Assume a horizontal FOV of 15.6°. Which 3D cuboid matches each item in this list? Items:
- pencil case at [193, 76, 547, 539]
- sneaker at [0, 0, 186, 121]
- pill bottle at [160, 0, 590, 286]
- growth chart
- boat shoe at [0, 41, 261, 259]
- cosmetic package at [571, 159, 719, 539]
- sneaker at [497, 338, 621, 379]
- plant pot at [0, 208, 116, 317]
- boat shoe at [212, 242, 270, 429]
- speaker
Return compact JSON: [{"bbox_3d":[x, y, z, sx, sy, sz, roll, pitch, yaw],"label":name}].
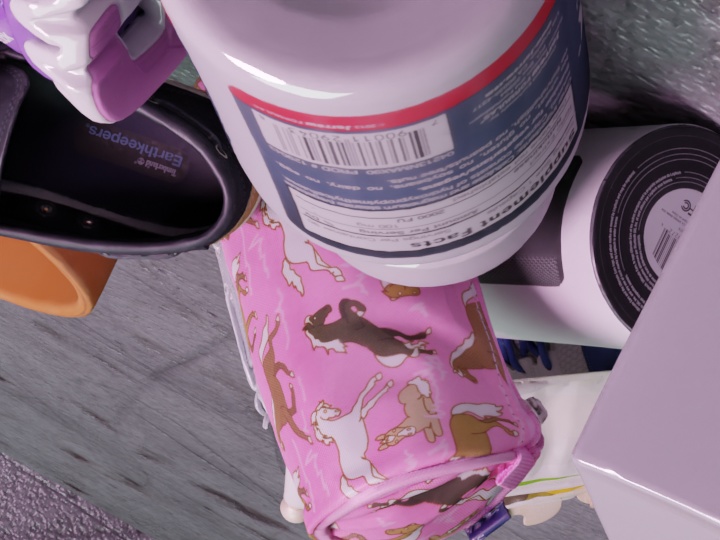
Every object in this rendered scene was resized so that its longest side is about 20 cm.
[{"bbox_3d":[0.000,0.000,0.938,0.086,0.200,0.083,1,149,-33],"label":"pencil case"},{"bbox_3d":[-0.109,-0.133,0.788,0.088,0.081,0.200,25,147,25],"label":"sneaker"},{"bbox_3d":[0.010,-0.070,0.810,0.119,0.120,0.200,25,166,15],"label":"pill bottle"},{"bbox_3d":[0.061,0.068,1.047,0.200,0.018,0.145,-4,150,-12],"label":"growth chart"},{"bbox_3d":[-0.128,-0.048,0.883,0.200,0.075,0.062,14,-164,-7],"label":"boat shoe"},{"bbox_3d":[0.185,0.050,0.798,0.166,0.168,0.200,24,165,22],"label":"cosmetic package"},{"bbox_3d":[0.064,0.036,1.114,0.088,0.075,0.200,-7,171,-13],"label":"sneaker"},{"bbox_3d":[-0.158,-0.090,1.023,0.200,0.140,0.200,27,167,7],"label":"plant pot"},{"bbox_3d":[-0.022,0.010,1.106,0.202,0.074,0.065,69,164,-5],"label":"boat shoe"},{"bbox_3d":[0.065,-0.013,0.993,0.081,0.081,0.200,35,166,-25],"label":"speaker"}]
